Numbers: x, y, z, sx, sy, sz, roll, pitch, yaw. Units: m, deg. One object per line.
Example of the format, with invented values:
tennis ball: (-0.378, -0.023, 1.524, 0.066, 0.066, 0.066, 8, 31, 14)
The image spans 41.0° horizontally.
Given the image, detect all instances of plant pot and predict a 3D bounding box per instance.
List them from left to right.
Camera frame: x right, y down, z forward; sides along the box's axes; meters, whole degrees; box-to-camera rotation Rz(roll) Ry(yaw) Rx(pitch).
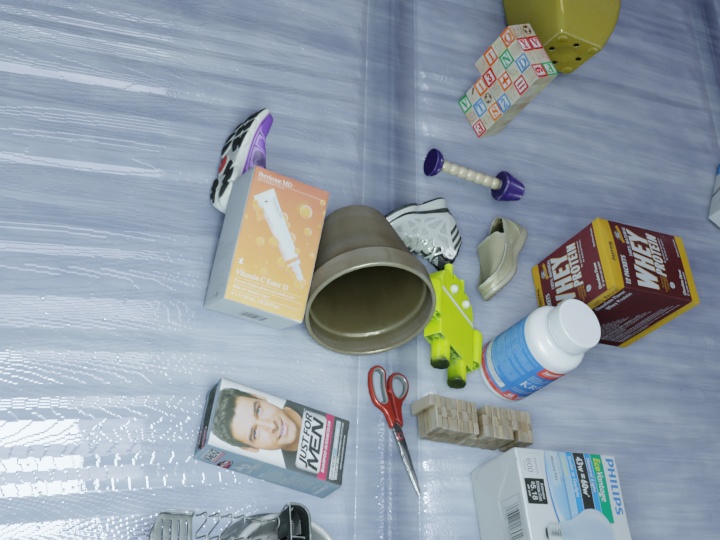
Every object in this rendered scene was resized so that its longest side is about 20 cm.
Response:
plant pot: (0.000, 0.000, 1.465, 0.198, 0.201, 0.174, 12, 41, -26)
plant pot: (0.430, -0.542, 2.054, 0.193, 0.195, 0.202, 14, 66, -25)

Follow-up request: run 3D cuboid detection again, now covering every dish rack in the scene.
dish rack: (-0.155, 0.355, 1.149, 0.198, 0.055, 0.155, 11, 57, -27)

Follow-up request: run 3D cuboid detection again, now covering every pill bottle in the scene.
pill bottle: (0.289, 0.126, 1.550, 0.111, 0.200, 0.113, 15, 56, -24)

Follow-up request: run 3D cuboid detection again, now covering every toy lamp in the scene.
toy lamp: (0.213, -0.170, 1.773, 0.198, 0.058, 0.059, 13, 57, -24)

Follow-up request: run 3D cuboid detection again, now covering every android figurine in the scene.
android figurine: (0.146, 0.083, 1.549, 0.182, 0.041, 0.201, 51, 35, -39)

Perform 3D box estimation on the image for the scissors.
scissors: (0.049, 0.240, 1.455, 0.073, 0.014, 0.202, 12, 59, -30)

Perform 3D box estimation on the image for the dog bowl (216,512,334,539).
dog bowl: (-0.101, 0.403, 1.229, 0.199, 0.059, 0.202, 15, 56, -24)

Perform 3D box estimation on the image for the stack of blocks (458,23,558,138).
stack of blocks: (0.270, -0.356, 1.823, 0.058, 0.200, 0.116, -17, 72, -36)

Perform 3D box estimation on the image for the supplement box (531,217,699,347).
supplement box: (0.448, 0.027, 1.713, 0.198, 0.197, 0.134, 10, 58, -27)

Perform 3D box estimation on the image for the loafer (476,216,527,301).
loafer: (0.236, -0.023, 1.694, 0.068, 0.076, 0.200, 37, 40, -7)

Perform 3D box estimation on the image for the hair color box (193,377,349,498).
hair color box: (-0.119, 0.230, 1.318, 0.199, 0.061, 0.100, 22, 54, -20)

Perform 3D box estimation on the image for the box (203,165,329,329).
box: (-0.136, -0.030, 1.400, 0.123, 0.097, 0.202, 18, 73, -23)

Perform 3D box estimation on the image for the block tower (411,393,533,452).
block tower: (0.175, 0.240, 1.500, 0.199, 0.054, 0.058, 16, 55, -28)

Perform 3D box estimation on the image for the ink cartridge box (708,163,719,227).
ink cartridge box: (0.875, -0.158, 2.173, 0.144, 0.084, 0.201, 36, 49, -8)

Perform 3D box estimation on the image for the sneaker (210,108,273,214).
sneaker: (-0.175, -0.165, 1.521, 0.083, 0.080, 0.201, 32, 59, -30)

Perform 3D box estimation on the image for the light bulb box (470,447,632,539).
light bulb box: (0.291, 0.384, 1.449, 0.198, 0.125, 0.200, 9, 59, -27)

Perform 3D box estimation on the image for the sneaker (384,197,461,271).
sneaker: (0.102, -0.049, 1.615, 0.200, 0.076, 0.116, -20, 73, -41)
